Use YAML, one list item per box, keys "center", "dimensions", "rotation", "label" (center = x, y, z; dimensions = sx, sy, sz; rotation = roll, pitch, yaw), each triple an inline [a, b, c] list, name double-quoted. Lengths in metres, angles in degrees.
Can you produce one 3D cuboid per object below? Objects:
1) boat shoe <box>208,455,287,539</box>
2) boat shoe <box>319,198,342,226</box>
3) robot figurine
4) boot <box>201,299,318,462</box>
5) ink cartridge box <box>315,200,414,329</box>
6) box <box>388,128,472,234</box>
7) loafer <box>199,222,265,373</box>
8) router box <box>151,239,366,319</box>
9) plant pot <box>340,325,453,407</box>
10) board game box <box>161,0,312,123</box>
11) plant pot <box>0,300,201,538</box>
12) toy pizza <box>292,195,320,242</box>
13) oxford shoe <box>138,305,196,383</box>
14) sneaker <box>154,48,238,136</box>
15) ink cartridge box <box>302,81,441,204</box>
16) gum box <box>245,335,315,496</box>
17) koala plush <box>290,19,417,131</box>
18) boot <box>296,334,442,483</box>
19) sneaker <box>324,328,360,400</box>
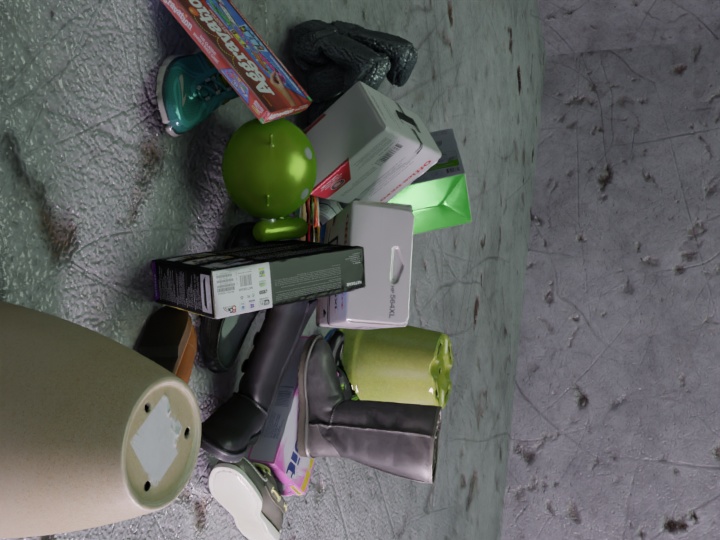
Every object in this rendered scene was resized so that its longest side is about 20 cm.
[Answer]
- center: [-0.143, 0.289, 0.945]
  dimensions: [0.205, 0.070, 0.061]
  rotation: [77, 26, -45]
  label: "boat shoe"
- center: [-0.026, -0.039, 1.201]
  dimensions: [0.068, 0.072, 0.203]
  rotation: [-66, 148, -42]
  label: "boat shoe"
- center: [-0.111, -0.127, 0.887]
  dimensions: [0.200, 0.112, 0.181]
  rotation: [-122, -147, -78]
  label: "robot figurine"
- center: [-0.122, 0.118, 0.884]
  dimensions: [0.204, 0.064, 0.165]
  rotation: [-63, 177, 1]
  label: "boot"
- center: [0.000, 0.000, 0.951]
  dimensions: [0.200, 0.082, 0.151]
  rotation: [155, -61, -75]
  label: "ink cartridge box"
- center: [0.079, -0.149, 1.238]
  dimensions: [0.178, 0.194, 0.099]
  rotation: [-93, 170, -56]
  label: "box"
- center: [-0.149, 0.030, 0.912]
  dimensions: [0.068, 0.068, 0.206]
  rotation: [54, 43, -55]
  label: "loafer"
- center: [-0.112, 0.004, 0.808]
  dimensions: [0.196, 0.147, 0.053]
  rotation: [-10, 102, -38]
  label: "router box"
- center: [0.066, 0.174, 1.298]
  dimensions: [0.199, 0.179, 0.207]
  rotation: [2, 90, -67]
  label: "plant pot"
- center: [-0.144, -0.256, 0.816]
  dimensions: [0.201, 0.019, 0.103]
  rotation: [50, 32, 1]
  label: "board game box"
- center: [-0.230, 0.123, 0.559]
  dimensions: [0.186, 0.194, 0.194]
  rotation: [2, 90, -66]
  label: "plant pot"
- center: [-0.075, -0.036, 1.043]
  dimensions: [0.200, 0.031, 0.207]
  rotation: [-177, -90, -89]
  label: "toy pizza"
- center: [-0.216, 0.137, 0.762]
  dimensions: [0.072, 0.069, 0.203]
  rotation: [74, 27, -46]
  label: "oxford shoe"
- center: [-0.170, -0.222, 0.837]
  dimensions: [0.202, 0.077, 0.079]
  rotation: [-61, 144, -48]
  label: "sneaker"
- center: [0.011, -0.170, 1.041]
  dimensions: [0.198, 0.143, 0.085]
  rotation: [6, 51, -61]
  label: "ink cartridge box"
- center: [-0.101, 0.211, 1.041]
  dimensions: [0.114, 0.064, 0.204]
  rotation: [60, 39, -49]
  label: "gum box"
- center: [-0.032, -0.262, 1.113]
  dimensions: [0.177, 0.180, 0.204]
  rotation: [-42, 150, -52]
  label: "koala plush"
- center: [0.013, 0.184, 0.977]
  dimensions: [0.072, 0.195, 0.188]
  rotation: [-5, 94, -64]
  label: "boot"
- center: [-0.034, 0.196, 1.186]
  dimensions: [0.070, 0.080, 0.206]
  rotation: [-9, 99, -67]
  label: "sneaker"
